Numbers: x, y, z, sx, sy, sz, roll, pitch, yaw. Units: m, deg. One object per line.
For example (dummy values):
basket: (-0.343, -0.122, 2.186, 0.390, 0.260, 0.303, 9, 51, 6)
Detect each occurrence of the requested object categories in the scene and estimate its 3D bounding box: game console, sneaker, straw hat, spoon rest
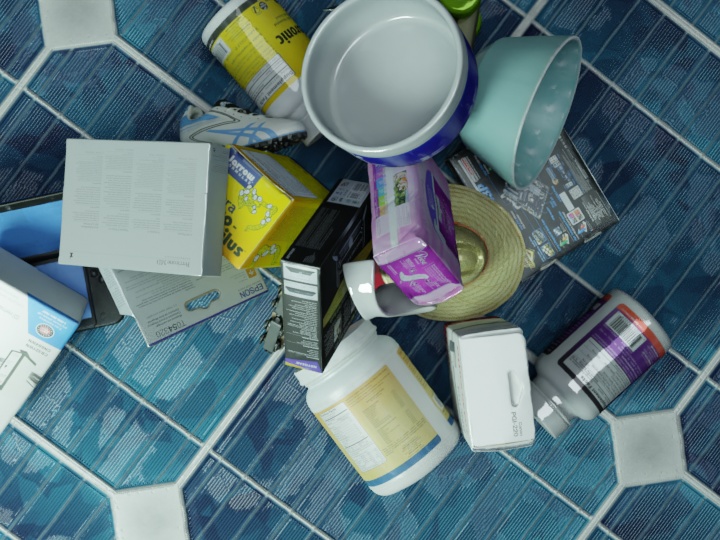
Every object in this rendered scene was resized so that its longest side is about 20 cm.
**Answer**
game console: (-0.428, 0.002, 1.271, 0.199, 0.118, 0.171, -12, 85, -1)
sneaker: (-0.157, -0.188, 1.267, 0.199, 0.072, 0.073, 4, 97, 32)
straw hat: (0.119, -0.019, 1.277, 0.200, 0.085, 0.202, 1, 97, 6)
spoon rest: (0.031, 0.039, 1.222, 0.099, 0.200, 0.061, -8, 74, 20)

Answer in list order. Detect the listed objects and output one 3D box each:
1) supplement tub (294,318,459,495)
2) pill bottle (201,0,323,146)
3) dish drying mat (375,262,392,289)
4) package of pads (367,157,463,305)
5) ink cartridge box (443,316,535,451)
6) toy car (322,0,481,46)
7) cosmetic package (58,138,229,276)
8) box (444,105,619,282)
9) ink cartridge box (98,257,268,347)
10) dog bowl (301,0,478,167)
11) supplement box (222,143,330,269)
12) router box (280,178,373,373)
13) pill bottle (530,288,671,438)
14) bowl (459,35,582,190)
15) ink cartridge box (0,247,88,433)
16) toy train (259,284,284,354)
supplement tub: (0.020, 0.177, 1.281, 0.145, 0.145, 0.200, -37, 92, -1)
pill bottle: (-0.105, -0.265, 1.284, 0.111, 0.111, 0.200, -41, 93, -1)
dish drying mat: (0.000, 0.000, 1.340, 0.199, 0.018, 0.077, -23, 93, -2)
package of pads: (0.065, -0.067, 1.197, 0.076, 0.200, 0.121, -24, 136, 22)
ink cartridge box: (0.163, 0.141, 1.258, 0.085, 0.200, 0.146, -7, 91, -2)
toy car: (0.053, -0.313, 1.272, 0.199, 0.164, 0.158, 10, 91, 7)
cosmetic package: (-0.255, -0.074, 1.140, 0.199, 0.052, 0.151, 5, 89, 21)
box: (0.234, -0.109, 1.333, 0.159, 0.046, 0.200, -32, 92, -1)
ink cartridge box: (-0.244, -0.024, 1.270, 0.196, 0.043, 0.200, -25, 92, -37)
dog bowl: (0.035, -0.226, 1.147, 0.199, 0.079, 0.201, -4, 80, 21)
supplement box: (-0.119, -0.077, 1.225, 0.109, 0.200, 0.110, 41, 102, 12)
router box: (-0.036, 0.003, 1.205, 0.052, 0.200, 0.158, 11, 126, 16)
pill bottle: (0.307, 0.129, 1.309, 0.200, 0.111, 0.111, -42, 92, 0)
bowl: (0.191, -0.213, 1.227, 0.105, 0.201, 0.201, 24, 90, 20)
ink cartridge box: (-0.469, 0.090, 1.250, 0.146, 0.084, 0.200, 32, 106, -20)
toy train: (-0.094, 0.035, 1.283, 0.034, 0.046, 0.200, 28, 128, 7)
